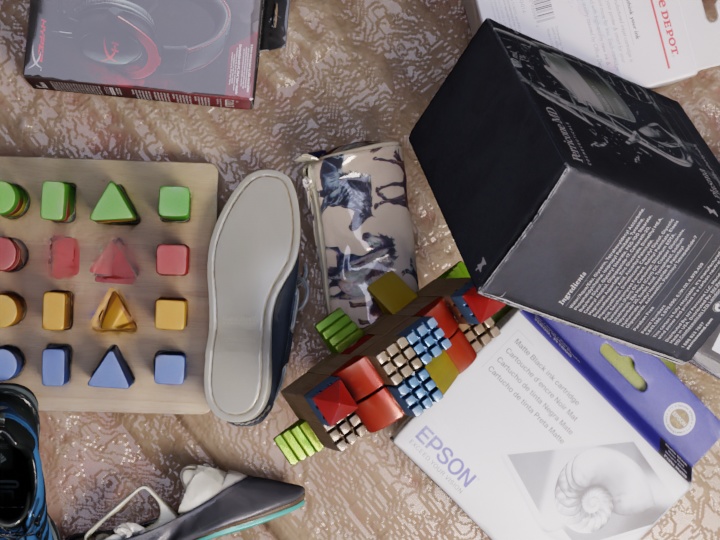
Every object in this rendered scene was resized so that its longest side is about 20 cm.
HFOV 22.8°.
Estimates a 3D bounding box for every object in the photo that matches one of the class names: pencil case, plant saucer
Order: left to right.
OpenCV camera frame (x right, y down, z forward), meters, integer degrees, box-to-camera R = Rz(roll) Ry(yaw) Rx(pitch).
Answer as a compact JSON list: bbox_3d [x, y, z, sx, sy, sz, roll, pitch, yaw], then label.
[{"bbox_3d":[0.000,0.000,1.408,0.089,0.078,0.201,-6,90,-13],"label":"pencil case"},{"bbox_3d":[0.161,0.085,1.445,0.199,0.031,0.201,0,90,-5],"label":"plant saucer"}]

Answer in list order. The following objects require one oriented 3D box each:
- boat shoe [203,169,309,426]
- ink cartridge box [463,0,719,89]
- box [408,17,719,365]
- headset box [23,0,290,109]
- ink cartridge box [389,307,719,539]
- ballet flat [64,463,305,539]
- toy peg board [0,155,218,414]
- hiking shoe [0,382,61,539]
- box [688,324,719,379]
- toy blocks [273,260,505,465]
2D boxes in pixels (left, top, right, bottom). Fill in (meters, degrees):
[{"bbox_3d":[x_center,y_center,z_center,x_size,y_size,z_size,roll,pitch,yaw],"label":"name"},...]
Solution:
[{"bbox_3d":[-0.079,0.023,1.410,0.074,0.062,0.201,0,81,12],"label":"boat shoe"},{"bbox_3d":[0.194,-0.194,1.428,0.199,0.067,0.118,-15,91,-3],"label":"ink cartridge box"},{"bbox_3d":[0.165,-0.058,1.319,0.196,0.200,0.124,17,121,-28],"label":"box"},{"bbox_3d":[-0.155,-0.209,1.399,0.199,0.075,0.150,6,89,-4],"label":"headset box"},{"bbox_3d":[0.160,0.130,1.409,0.200,0.041,0.200,44,87,-3],"label":"ink cartridge box"},{"bbox_3d":[-0.143,0.193,1.404,0.199,0.073,0.073,-24,92,-2],"label":"ballet flat"},{"bbox_3d":[-0.212,0.012,1.384,0.199,0.098,0.201,2,90,-4],"label":"toy peg board"},{"bbox_3d":[-0.270,0.190,1.356,0.074,0.087,0.201,-8,107,-4],"label":"hiking shoe"},{"bbox_3d":[0.345,0.046,1.406,0.199,0.115,0.133,27,88,-11],"label":"box"},{"bbox_3d":[0.029,0.068,1.303,0.200,0.137,0.100,-36,98,-13],"label":"toy blocks"}]
